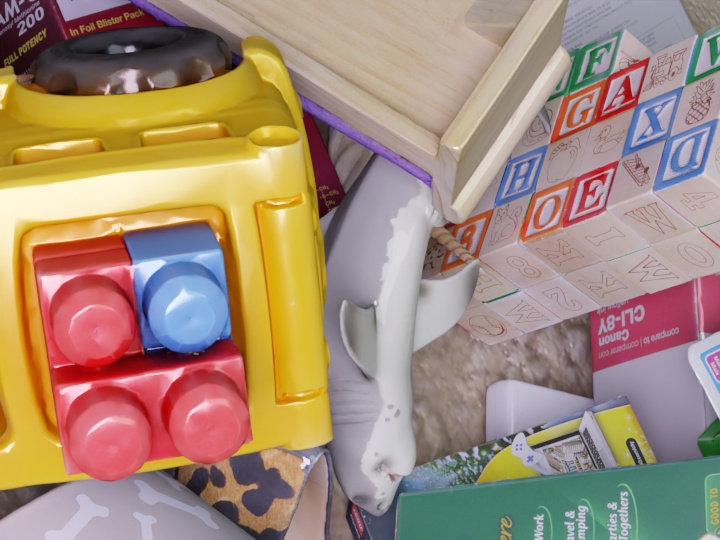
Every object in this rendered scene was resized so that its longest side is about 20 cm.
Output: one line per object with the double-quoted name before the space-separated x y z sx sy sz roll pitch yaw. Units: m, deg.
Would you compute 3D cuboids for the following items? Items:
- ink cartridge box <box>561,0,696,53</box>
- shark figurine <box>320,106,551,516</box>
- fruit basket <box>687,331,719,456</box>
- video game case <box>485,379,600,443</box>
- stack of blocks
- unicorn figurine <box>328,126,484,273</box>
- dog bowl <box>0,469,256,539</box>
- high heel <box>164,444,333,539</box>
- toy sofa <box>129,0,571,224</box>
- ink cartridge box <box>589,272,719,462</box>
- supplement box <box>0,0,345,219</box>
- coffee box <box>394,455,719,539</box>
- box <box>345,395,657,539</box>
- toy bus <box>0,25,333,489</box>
"ink cartridge box" 0.132 -0.115 0.954 0.119 0.042 0.201 -33 100 -39
"shark figurine" 0.001 -0.022 0.722 0.128 0.089 0.216 46 59 -60
"fruit basket" 0.263 0.081 0.807 0.199 0.094 0.186 -23 90 -19
"video game case" 0.135 0.168 0.881 0.181 0.023 0.201 15 68 -34
"stack of blocks" 0.117 -0.048 0.817 0.058 0.200 0.116 34 59 -24
"unicorn figurine" 0.007 -0.102 0.840 0.200 0.074 0.138 42 64 -4
"dog bowl" -0.117 0.143 0.588 0.059 0.200 0.200 47 49 14
"high heel" -0.012 0.137 0.696 0.200 0.142 0.072 46 52 -18
"toy sofa" -0.023 -0.103 0.683 0.199 0.098 0.083 32 72 10
"ink cartridge box" 0.193 0.105 0.878 0.144 0.083 0.202 12 68 -34
"supplement box" -0.071 -0.041 0.759 0.108 0.061 0.201 -24 91 -39
"coffee box" 0.107 0.137 0.682 0.044 0.199 0.124 45 40 -52
"box" 0.091 0.166 0.760 0.136 0.038 0.201 -17 64 -12
"toy bus" -0.102 0.011 0.554 0.198 0.192 0.137 -8 109 -7
